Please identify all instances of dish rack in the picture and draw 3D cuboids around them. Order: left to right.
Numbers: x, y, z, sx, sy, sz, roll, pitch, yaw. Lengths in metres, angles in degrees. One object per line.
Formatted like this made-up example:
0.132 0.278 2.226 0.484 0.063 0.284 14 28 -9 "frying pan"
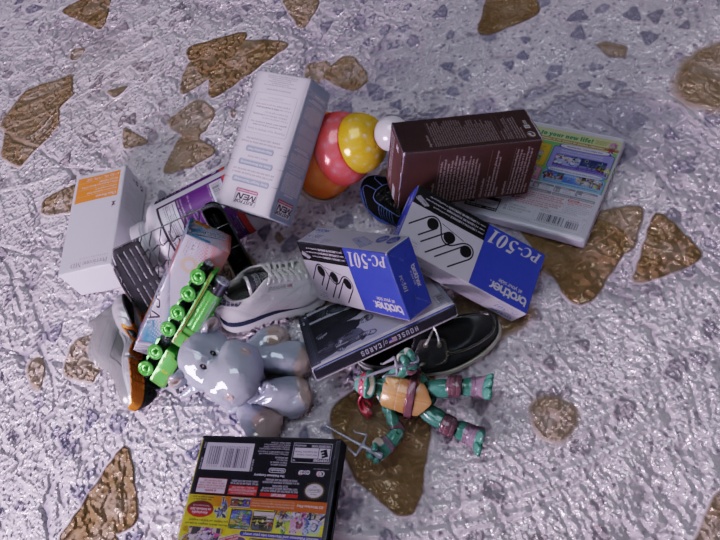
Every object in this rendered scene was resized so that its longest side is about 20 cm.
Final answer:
-0.265 -0.004 1.069 0.197 0.155 0.055 -24 24 2 "dish rack"

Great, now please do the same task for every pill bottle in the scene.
-0.257 -0.079 1.130 0.198 0.113 0.113 -26 56 2 "pill bottle"

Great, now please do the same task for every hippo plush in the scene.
-0.164 0.118 0.954 0.198 0.161 0.160 24 70 28 "hippo plush"

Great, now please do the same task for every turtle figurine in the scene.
0.060 0.158 0.887 0.197 0.152 0.101 9 20 9 "turtle figurine"

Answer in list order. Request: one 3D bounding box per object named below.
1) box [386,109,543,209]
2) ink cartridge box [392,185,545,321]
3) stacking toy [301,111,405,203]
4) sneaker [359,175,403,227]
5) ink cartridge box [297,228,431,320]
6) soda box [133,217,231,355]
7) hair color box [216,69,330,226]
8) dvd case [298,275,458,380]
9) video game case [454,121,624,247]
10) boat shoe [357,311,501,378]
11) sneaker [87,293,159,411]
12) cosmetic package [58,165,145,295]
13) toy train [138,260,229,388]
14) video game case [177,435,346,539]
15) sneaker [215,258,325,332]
0.140 -0.154 0.991 0.197 0.101 0.076 -8 49 -12 "box"
0.140 -0.022 0.948 0.198 0.044 0.095 28 67 -7 "ink cartridge box"
-0.009 -0.183 1.056 0.198 0.146 0.148 -4 55 45 "stacking toy"
0.065 -0.094 1.055 0.070 0.078 0.200 -43 58 -10 "sneaker"
0.000 0.000 0.937 0.044 0.095 0.199 -34 25 -30 "ink cartridge box"
-0.254 0.031 1.024 0.202 0.068 0.064 -61 18 18 "soda box"
-0.124 -0.176 1.028 0.098 0.060 0.203 16 88 28 "hair color box"
0.017 0.063 0.958 0.197 0.025 0.151 -24 24 -2 "dvd case"
0.262 -0.137 1.051 0.198 0.022 0.184 18 68 27 "video game case"
0.089 0.097 0.943 0.197 0.068 0.073 -17 55 6 "boat shoe"
-0.361 0.135 1.071 0.091 0.076 0.201 -31 48 7 "sneaker"
-0.432 -0.070 1.206 0.100 0.071 0.203 -11 58 11 "cosmetic package"
-0.241 0.077 0.983 0.056 0.042 0.201 33 108 -4 "toy train"
-0.123 0.291 0.855 0.197 0.026 0.183 -4 57 21 "video game case"
-0.116 0.020 1.032 0.198 0.081 0.077 -24 50 -16 "sneaker"
